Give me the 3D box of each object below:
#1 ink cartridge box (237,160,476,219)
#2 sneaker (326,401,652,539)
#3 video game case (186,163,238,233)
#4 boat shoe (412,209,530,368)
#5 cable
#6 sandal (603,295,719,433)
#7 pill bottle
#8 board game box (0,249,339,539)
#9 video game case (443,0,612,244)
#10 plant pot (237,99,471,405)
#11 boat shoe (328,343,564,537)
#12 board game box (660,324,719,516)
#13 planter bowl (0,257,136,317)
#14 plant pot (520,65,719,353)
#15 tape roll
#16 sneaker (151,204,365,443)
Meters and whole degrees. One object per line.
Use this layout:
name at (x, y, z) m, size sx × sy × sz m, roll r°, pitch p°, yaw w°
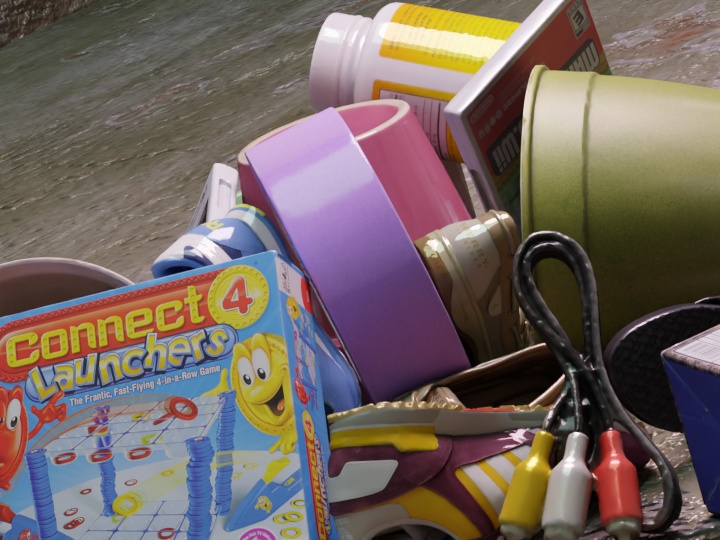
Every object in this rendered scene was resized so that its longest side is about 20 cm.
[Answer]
ink cartridge box at (-0.014, -0.036, 1.813) m, size 0.200 × 0.084 × 0.145 m, roll -19°, pitch -7°, yaw -2°
sneaker at (0.074, 0.122, 1.301) m, size 0.200 × 0.090 × 0.075 m, roll 3°, pitch -9°, yaw -20°
video game case at (-0.130, 0.037, 1.622) m, size 0.023 × 0.200 × 0.182 m, roll 21°, pitch 14°, yaw -8°
boat shoe at (0.084, 0.018, 1.476) m, size 0.063 × 0.073 × 0.201 m, roll -29°, pitch -27°, yaw 1°
cable at (0.124, 0.069, 1.254) m, size 0.097 × 0.200 × 0.050 m, roll -3°, pitch -17°, yaw 12°
sandal at (0.221, 0.046, 1.360) m, size 0.200 × 0.075 × 0.045 m, roll -13°, pitch 13°, yaw -30°
pill bottle at (0.068, -0.136, 1.699) m, size 0.200 × 0.109 × 0.109 m, roll 12°, pitch 24°, yaw 14°
board game box at (-0.119, 0.107, 1.330) m, size 0.200 × 0.196 × 0.056 m, roll -14°, pitch -22°, yaw 15°
video game case at (0.135, -0.082, 1.612) m, size 0.017 × 0.200 × 0.143 m, roll 19°, pitch 56°, yaw 40°
plant pot at (0.000, -0.017, 1.636) m, size 0.200 × 0.179 × 0.200 m, roll -16°, pitch 15°, yaw 4°
boat shoe at (0.043, 0.095, 1.370) m, size 0.200 × 0.065 × 0.071 m, roll -24°, pitch 54°, yaw -26°
board game box at (0.289, 0.060, 1.201) m, size 0.200 × 0.097 × 0.159 m, roll -24°, pitch 17°, yaw -20°
planter bowl at (-0.190, 0.101, 1.471) m, size 0.200 × 0.200 × 0.135 m, roll -18°, pitch -10°, yaw 2°
plant pot at (0.214, -0.037, 1.494) m, size 0.193 × 0.200 × 0.200 m, roll -1°, pitch 19°, yaw 13°
tape roll at (0.000, 0.000, 1.451) m, size 0.066 × 0.200 × 0.200 m, roll -28°, pitch 16°, yaw -1°
sneaker at (-0.063, 0.057, 1.451) m, size 0.082 × 0.200 × 0.074 m, roll -19°, pitch -19°, yaw -36°
